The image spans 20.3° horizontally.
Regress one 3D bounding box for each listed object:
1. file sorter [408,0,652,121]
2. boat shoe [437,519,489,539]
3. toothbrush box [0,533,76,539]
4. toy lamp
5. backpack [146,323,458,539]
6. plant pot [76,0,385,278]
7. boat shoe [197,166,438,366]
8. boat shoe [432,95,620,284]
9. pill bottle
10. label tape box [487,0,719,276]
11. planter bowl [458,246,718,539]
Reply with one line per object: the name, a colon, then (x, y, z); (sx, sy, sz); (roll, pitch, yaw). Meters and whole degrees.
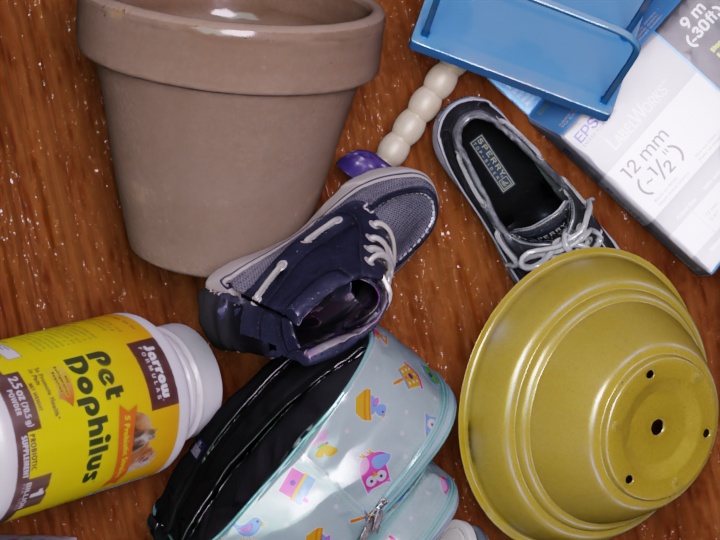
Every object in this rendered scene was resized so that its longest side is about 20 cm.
file sorter: (0.132, -0.225, 1.263); (0.138, 0.123, 0.202); (20, 74, -1)
boat shoe: (0.081, 0.265, 1.325); (0.061, 0.073, 0.202); (0, 82, -32)
toothbrush box: (-0.269, 0.280, 1.345); (0.144, 0.086, 0.202); (2, 88, 3)
toy lamp: (0.062, -0.137, 1.345); (0.058, 0.058, 0.201); (37, 94, 3)
backpack: (-0.023, 0.129, 1.290); (0.153, 0.176, 0.201); (34, 90, -12)
plant pot: (-0.091, -0.094, 1.300); (0.198, 0.200, 0.176); (8, 108, 3)
boat shoe: (0.000, 0.000, 1.255); (0.199, 0.092, 0.075); (-35, 122, -33)
boat shoe: (0.122, -0.029, 1.314); (0.073, 0.068, 0.200); (-34, 105, -1)
pill bottle: (-0.185, 0.090, 1.284); (0.109, 0.199, 0.110); (12, 108, 41)
label tape box: (0.202, -0.115, 1.332); (0.200, 0.066, 0.143); (42, 92, 1)
planter bowl: (0.165, 0.091, 1.273); (0.199, 0.083, 0.203); (-7, 102, -32)
